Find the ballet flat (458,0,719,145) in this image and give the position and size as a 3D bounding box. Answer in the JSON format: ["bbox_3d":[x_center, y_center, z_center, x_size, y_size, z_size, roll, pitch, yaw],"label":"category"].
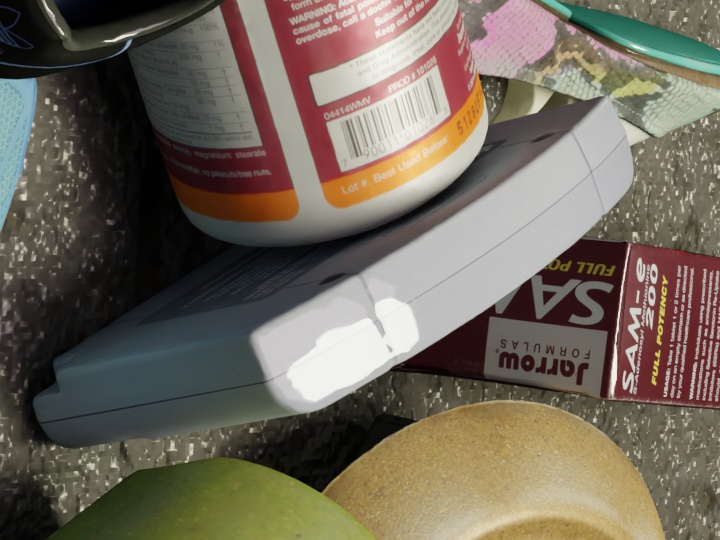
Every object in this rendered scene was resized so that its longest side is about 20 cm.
[{"bbox_3d":[0.069,-0.076,1.064,0.200,0.069,0.071,16,101,-47],"label":"ballet flat"}]

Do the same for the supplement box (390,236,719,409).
[{"bbox_3d":[0.111,0.021,1.088,0.200,0.109,0.061,7,90,-52],"label":"supplement box"}]

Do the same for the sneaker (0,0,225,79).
[{"bbox_3d":[-0.033,-0.112,0.769,0.200,0.078,0.070,-38,112,-24],"label":"sneaker"}]

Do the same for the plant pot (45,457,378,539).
[{"bbox_3d":[-0.070,0.157,0.840,0.184,0.200,0.201,-49,131,-49],"label":"plant pot"}]

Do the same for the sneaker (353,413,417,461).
[{"bbox_3d":[0.027,0.128,1.044,0.200,0.060,0.104,43,64,-41],"label":"sneaker"}]

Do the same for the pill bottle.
[{"bbox_3d":[-0.034,-0.117,0.887,0.110,0.109,0.200,-42,126,-39],"label":"pill bottle"}]

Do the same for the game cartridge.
[{"bbox_3d":[0.000,0.000,0.927,0.200,0.133,0.041,-34,102,-43],"label":"game cartridge"}]

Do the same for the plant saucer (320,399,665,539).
[{"bbox_3d":[0.044,0.147,0.990,0.200,0.035,0.201,-12,112,-32],"label":"plant saucer"}]

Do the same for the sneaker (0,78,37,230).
[{"bbox_3d":[-0.130,0.025,0.803,0.078,0.090,0.200,33,70,-48],"label":"sneaker"}]
